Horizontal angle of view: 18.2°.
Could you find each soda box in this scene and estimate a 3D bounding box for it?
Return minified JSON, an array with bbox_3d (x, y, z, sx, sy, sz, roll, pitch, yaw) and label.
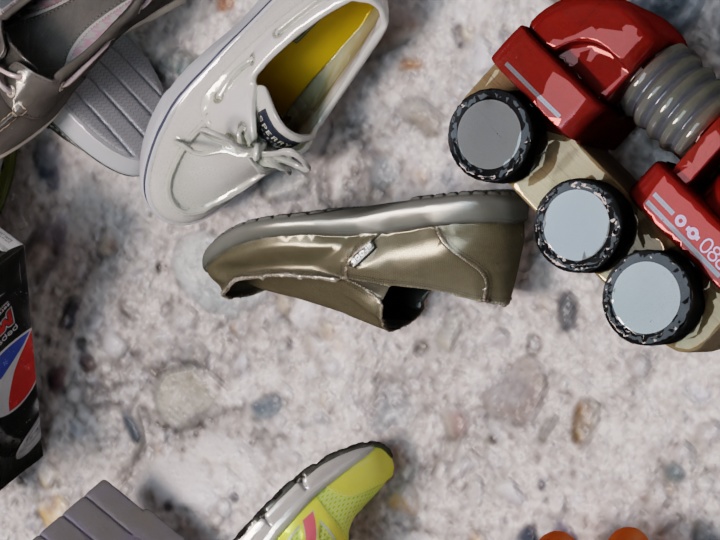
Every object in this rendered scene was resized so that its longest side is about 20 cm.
[{"bbox_3d":[-0.237,0.051,1.330,0.071,0.063,0.201,35,145,24],"label":"soda box"}]

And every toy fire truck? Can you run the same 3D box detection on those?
[{"bbox_3d":[0.161,-0.082,1.093,0.200,0.128,0.176,-48,71,15],"label":"toy fire truck"}]

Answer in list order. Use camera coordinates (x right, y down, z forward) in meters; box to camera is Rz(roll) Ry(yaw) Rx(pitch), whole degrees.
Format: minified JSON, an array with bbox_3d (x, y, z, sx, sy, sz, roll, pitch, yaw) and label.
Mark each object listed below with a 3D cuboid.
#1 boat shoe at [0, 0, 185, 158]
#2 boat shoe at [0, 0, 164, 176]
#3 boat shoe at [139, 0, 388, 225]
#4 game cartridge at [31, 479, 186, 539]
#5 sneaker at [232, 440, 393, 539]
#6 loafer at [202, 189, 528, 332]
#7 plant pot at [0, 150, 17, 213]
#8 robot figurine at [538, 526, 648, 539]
[{"bbox_3d":[-0.169,-0.138,1.259,0.200,0.057,0.067,-41,72,-8],"label":"boat shoe"},{"bbox_3d":[-0.186,-0.120,1.334,0.200,0.072,0.071,46,140,17],"label":"boat shoe"},{"bbox_3d":[-0.050,-0.084,1.228,0.202,0.074,0.086,-45,34,23],"label":"boat shoe"},{"bbox_3d":[-0.112,0.218,1.281,0.199,0.129,0.039,38,131,13],"label":"game cartridge"},{"bbox_3d":[-0.041,0.182,1.243,0.090,0.078,0.200,41,80,3],"label":"sneaker"},{"bbox_3d":[0.000,0.000,1.221,0.198,0.075,0.070,-7,89,32],"label":"loafer"},{"bbox_3d":[-0.316,-0.082,1.363,0.198,0.187,0.189,21,108,9],"label":"plant pot"},{"bbox_3d":[0.126,0.236,1.151,0.116,0.143,0.202,-176,79,-67],"label":"robot figurine"}]
